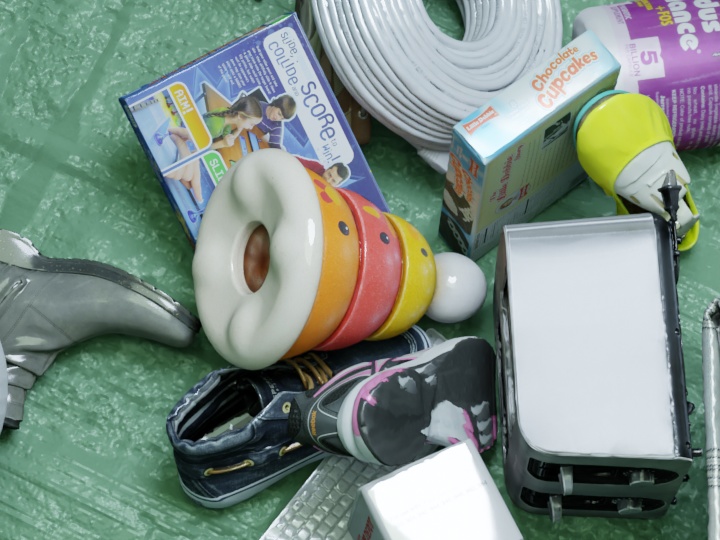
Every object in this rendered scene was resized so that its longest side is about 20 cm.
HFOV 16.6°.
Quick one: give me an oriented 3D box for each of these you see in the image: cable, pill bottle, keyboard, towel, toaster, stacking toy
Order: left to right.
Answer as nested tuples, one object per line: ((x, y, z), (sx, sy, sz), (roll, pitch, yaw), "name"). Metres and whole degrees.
((0.000, 0.000, 1.663), (0.200, 0.146, 0.146), (7, 68, -34), "stacking toy")
((0.010, 0.131, 1.702), (0.056, 0.011, 0.200), (37, 74, 9), "keyboard")
((0.054, -0.186, 1.725), (0.200, 0.069, 0.200), (31, 60, -30), "cable")
((0.154, 0.059, 1.642), (0.118, 0.181, 0.200), (-2, 73, -1), "toaster")
((0.257, -0.145, 1.750), (0.200, 0.112, 0.113), (-9, 72, -5), "pill bottle")
((0.255, 0.139, 1.623), (0.034, 0.193, 0.200), (-8, 70, 16), "towel")

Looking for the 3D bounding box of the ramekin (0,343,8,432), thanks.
((-0.331, 0.078, 1.630), (0.200, 0.098, 0.201), (0, 88, 14), "ramekin")

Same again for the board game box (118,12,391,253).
((-0.063, -0.060, 1.706), (0.135, 0.034, 0.200), (-27, 101, -11), "board game box")

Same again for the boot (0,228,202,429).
((-0.218, 0.053, 1.698), (0.200, 0.068, 0.131), (18, 79, 10), "boot")

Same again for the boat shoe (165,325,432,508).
((-0.038, 0.085, 1.666), (0.200, 0.091, 0.071), (-32, 62, -11), "boat shoe")

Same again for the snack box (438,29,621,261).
((0.112, -0.080, 1.676), (0.116, 0.200, 0.037), (-36, 75, -13), "snack box")

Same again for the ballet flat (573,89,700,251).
((0.197, -0.062, 1.675), (0.067, 0.200, 0.067), (-40, 66, 0), "ballet flat")

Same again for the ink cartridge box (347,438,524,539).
((0.074, 0.225, 1.600), (0.084, 0.146, 0.200), (-24, 76, -11), "ink cartridge box")

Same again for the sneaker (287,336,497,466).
((0.022, 0.083, 1.634), (0.086, 0.200, 0.081), (1, 90, 31), "sneaker")

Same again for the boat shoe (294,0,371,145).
((-0.012, -0.180, 1.776), (0.072, 0.076, 0.200), (7, 81, -4), "boat shoe")
